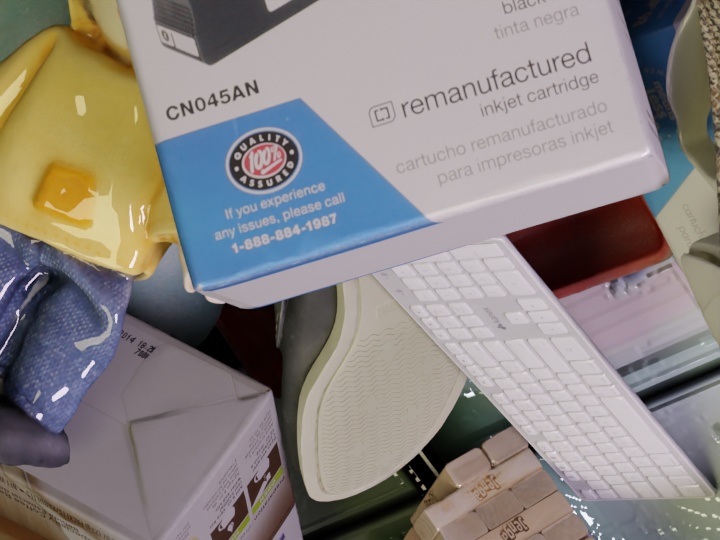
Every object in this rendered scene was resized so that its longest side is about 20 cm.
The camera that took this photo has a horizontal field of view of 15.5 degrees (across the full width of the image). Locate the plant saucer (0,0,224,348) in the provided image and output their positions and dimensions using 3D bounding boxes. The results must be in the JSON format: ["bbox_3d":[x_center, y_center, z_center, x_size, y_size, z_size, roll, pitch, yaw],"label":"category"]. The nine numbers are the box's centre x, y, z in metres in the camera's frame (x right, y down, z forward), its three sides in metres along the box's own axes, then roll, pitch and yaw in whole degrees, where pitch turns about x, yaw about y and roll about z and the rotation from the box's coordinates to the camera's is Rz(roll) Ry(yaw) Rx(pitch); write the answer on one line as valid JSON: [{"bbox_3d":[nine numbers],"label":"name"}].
[{"bbox_3d":[-0.139,-0.036,1.013,0.201,0.039,0.201,27,140,25],"label":"plant saucer"}]

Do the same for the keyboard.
[{"bbox_3d":[0.066,0.038,0.937,0.056,0.011,0.200,2,152,31],"label":"keyboard"}]

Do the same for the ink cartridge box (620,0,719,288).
[{"bbox_3d":[0.183,-0.061,0.833,0.200,0.067,0.116,-17,110,36],"label":"ink cartridge box"}]

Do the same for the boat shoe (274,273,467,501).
[{"bbox_3d":[0.000,0.000,0.942,0.068,0.072,0.200,52,151,40],"label":"boat shoe"}]

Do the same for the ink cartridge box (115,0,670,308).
[{"bbox_3d":[-0.003,-0.105,0.813,0.144,0.084,0.201,-17,83,8],"label":"ink cartridge box"}]

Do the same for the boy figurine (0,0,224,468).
[{"bbox_3d":[-0.090,-0.032,0.904,0.124,0.064,0.200,29,98,20],"label":"boy figurine"}]

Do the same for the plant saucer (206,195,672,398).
[{"bbox_3d":[-0.007,-0.066,0.955,0.199,0.037,0.200,-21,109,37],"label":"plant saucer"}]

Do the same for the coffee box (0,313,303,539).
[{"bbox_3d":[-0.090,0.099,1.027,0.114,0.080,0.200,27,154,20],"label":"coffee box"}]

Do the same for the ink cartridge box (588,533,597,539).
[{"bbox_3d":[0.088,0.221,1.091,0.196,0.043,0.200,43,132,-3],"label":"ink cartridge box"}]

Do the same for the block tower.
[{"bbox_3d":[0.087,0.160,0.987,0.200,0.054,0.058,55,153,15],"label":"block tower"}]

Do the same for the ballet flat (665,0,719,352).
[{"bbox_3d":[0.128,-0.025,0.810,0.075,0.068,0.201,19,126,45],"label":"ballet flat"}]
